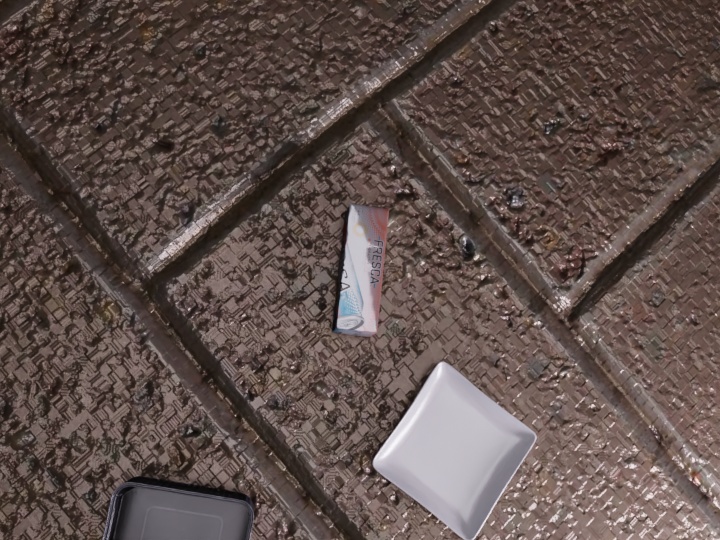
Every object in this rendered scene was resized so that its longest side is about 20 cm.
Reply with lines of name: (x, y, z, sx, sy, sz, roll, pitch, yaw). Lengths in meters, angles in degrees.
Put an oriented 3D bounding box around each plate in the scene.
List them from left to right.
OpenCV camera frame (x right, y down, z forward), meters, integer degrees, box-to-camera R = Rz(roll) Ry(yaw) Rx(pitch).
plate: (0.146, 0.281, 1.150, 0.199, 0.032, 0.201, 37, 76, -1)

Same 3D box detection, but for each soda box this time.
soda box: (0.000, 0.000, 1.164, 0.067, 0.064, 0.203, 7, 78, -7)

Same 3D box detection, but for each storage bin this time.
storage bin: (-0.257, 0.378, 1.039, 0.197, 0.094, 0.137, 11, 78, -7)
